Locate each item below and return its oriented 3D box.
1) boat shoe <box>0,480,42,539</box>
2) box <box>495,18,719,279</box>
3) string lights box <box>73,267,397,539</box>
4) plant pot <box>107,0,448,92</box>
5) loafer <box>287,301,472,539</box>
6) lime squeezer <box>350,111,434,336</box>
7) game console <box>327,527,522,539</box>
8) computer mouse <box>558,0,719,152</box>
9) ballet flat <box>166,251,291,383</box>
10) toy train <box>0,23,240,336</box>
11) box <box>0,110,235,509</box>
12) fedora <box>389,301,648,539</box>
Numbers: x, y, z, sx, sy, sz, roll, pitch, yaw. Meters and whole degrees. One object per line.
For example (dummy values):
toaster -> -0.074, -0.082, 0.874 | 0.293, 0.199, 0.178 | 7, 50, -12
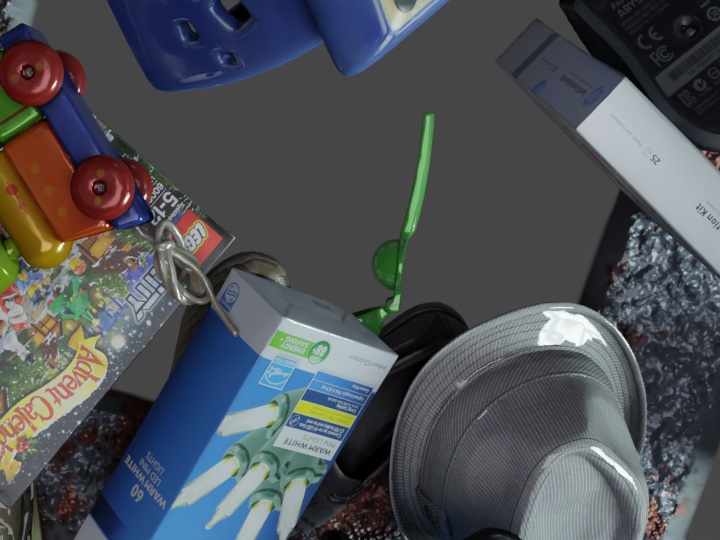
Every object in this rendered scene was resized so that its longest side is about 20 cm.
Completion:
boat shoe -> -0.223, 0.120, 1.030 | 0.072, 0.065, 0.202 | -9, 105, -5
box -> 0.160, -0.062, 0.974 | 0.156, 0.200, 0.041 | 42, 96, -17
string lights box -> -0.075, 0.108, 1.000 | 0.102, 0.059, 0.201 | 20, 105, -46
plant pot -> -0.025, -0.218, 0.861 | 0.200, 0.179, 0.201 | -42, 124, -30
loafer -> -0.009, 0.100, 1.061 | 0.200, 0.063, 0.072 | -44, 107, 4
lime squeezer -> 0.000, 0.000, 1.058 | 0.071, 0.038, 0.200 | 43, 96, 14
game console -> 0.092, 0.221, 1.051 | 0.116, 0.176, 0.200 | -45, 106, 4
computer mouse -> 0.179, -0.146, 1.001 | 0.138, 0.053, 0.201 | -33, 72, -5
ballet flat -> -0.095, 0.081, 1.035 | 0.067, 0.046, 0.201 | 23, 110, -15
toy train -> -0.166, -0.020, 0.937 | 0.115, 0.085, 0.201 | -32, 92, 3
box -> -0.186, 0.014, 0.989 | 0.136, 0.038, 0.200 | 40, 83, -5
fedora -> 0.111, 0.128, 1.041 | 0.175, 0.090, 0.201 | -15, 127, -17
